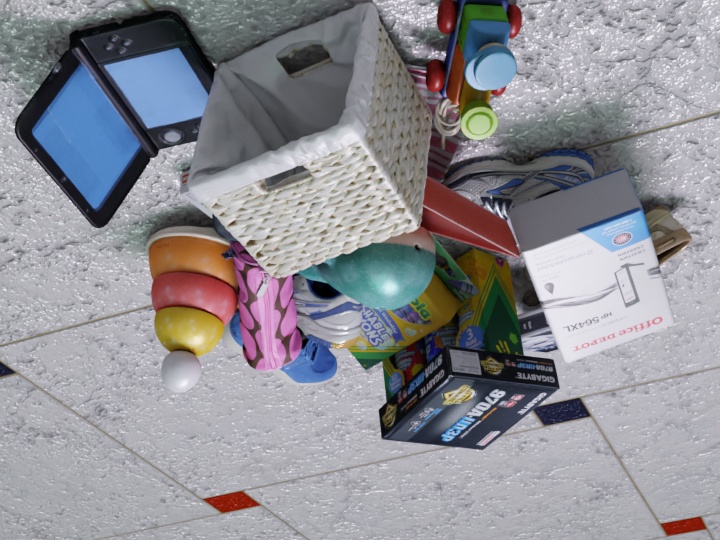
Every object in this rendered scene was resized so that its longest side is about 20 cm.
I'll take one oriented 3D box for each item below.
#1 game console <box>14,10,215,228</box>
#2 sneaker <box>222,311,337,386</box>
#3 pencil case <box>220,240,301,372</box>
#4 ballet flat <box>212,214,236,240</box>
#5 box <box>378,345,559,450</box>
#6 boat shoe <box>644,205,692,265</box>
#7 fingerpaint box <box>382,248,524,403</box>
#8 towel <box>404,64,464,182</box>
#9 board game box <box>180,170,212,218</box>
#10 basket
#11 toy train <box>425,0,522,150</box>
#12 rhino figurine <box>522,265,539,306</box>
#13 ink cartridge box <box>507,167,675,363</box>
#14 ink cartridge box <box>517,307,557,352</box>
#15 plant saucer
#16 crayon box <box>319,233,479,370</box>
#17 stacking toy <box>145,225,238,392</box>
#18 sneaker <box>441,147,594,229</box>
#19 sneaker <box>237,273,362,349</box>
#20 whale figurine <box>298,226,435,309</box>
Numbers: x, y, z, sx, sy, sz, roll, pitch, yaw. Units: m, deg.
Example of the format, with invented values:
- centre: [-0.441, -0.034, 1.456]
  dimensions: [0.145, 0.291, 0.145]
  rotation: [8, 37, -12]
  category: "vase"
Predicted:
- centre: [-0.236, -0.153, 1.370]
  dimensions: [0.175, 0.117, 0.200]
  rotation: [-11, 148, 12]
  category: "game console"
- centre: [-0.087, 0.102, 1.835]
  dimensions: [0.200, 0.077, 0.111]
  rotation: [30, 145, -33]
  category: "sneaker"
- centre: [-0.115, 0.037, 1.590]
  dimensions: [0.090, 0.094, 0.200]
  rotation: [-15, 135, -11]
  category: "pencil case"
- centre: [-0.080, -0.071, 1.493]
  dimensions: [0.199, 0.073, 0.073]
  rotation: [-3, 150, 16]
  category: "ballet flat"
- centre: [0.135, 0.166, 1.672]
  dimensions: [0.158, 0.046, 0.200]
  rotation: [9, 147, -24]
  category: "box"
- centre: [0.326, 0.005, 1.639]
  dimensions: [0.200, 0.065, 0.071]
  rotation: [-42, 155, 4]
  category: "boat shoe"
- centre: [0.117, 0.092, 1.753]
  dimensions: [0.073, 0.167, 0.200]
  rotation: [19, 143, -37]
  category: "fingerpaint box"
- centre: [0.048, -0.160, 1.469]
  dimensions: [0.146, 0.030, 0.200]
  rotation: [5, 148, -12]
  category: "towel"
- centre: [-0.108, -0.079, 1.579]
  dimensions: [0.126, 0.035, 0.200]
  rotation: [-19, 145, 25]
  category: "board game box"
- centre: [-0.043, -0.127, 1.320]
  dimensions: [0.198, 0.200, 0.161]
  rotation: [-19, 130, 25]
  category: "basket"
- centre: [0.114, -0.172, 1.333]
  dimensions: [0.084, 0.116, 0.200]
  rotation: [3, 131, -9]
  category: "toy train"
- centre: [0.266, 0.000, 1.717]
  dimensions: [0.087, 0.060, 0.200]
  rotation: [-17, 155, -23]
  category: "rhino figurine"
- centre: [0.274, -0.002, 1.527]
  dimensions: [0.146, 0.084, 0.200]
  rotation: [-21, 131, 9]
  category: "ink cartridge box"
- centre: [0.309, 0.066, 1.791]
  dimensions: [0.199, 0.044, 0.198]
  rotation: [-21, 165, 24]
  category: "ink cartridge box"
- centre: [0.059, -0.081, 1.468]
  dimensions: [0.200, 0.037, 0.199]
  rotation: [26, 176, -41]
  category: "plant saucer"
- centre: [0.041, 0.036, 1.707]
  dimensions: [0.200, 0.052, 0.126]
  rotation: [-34, 100, 39]
  category: "crayon box"
- centre: [-0.213, 0.058, 1.623]
  dimensions: [0.146, 0.201, 0.146]
  rotation: [8, 156, 4]
  category: "stacking toy"
- centre: [0.181, -0.085, 1.550]
  dimensions: [0.199, 0.085, 0.077]
  rotation: [-13, 147, 16]
  category: "sneaker"
- centre: [-0.082, 0.030, 1.707]
  dimensions: [0.199, 0.088, 0.075]
  rotation: [18, -160, 23]
  category: "sneaker"
- centre: [0.000, 0.000, 1.573]
  dimensions: [0.159, 0.104, 0.200]
  rotation: [12, 164, -42]
  category: "whale figurine"
